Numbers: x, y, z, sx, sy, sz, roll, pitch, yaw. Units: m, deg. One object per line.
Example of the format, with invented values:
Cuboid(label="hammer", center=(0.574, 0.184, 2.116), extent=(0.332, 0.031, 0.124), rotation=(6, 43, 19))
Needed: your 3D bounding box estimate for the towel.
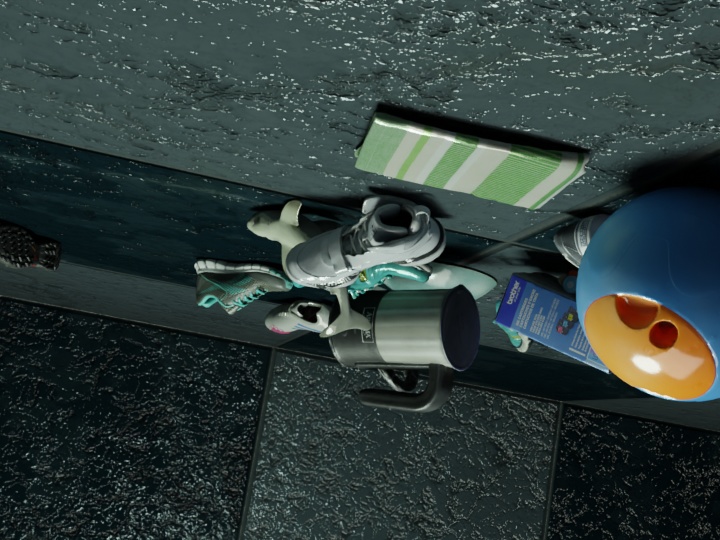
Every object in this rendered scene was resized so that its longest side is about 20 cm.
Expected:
Cuboid(label="towel", center=(0.099, -0.104, 0.961), extent=(0.199, 0.023, 0.153), rotation=(12, 169, -6))

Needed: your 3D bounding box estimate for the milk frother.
Cuboid(label="milk frother", center=(0.087, 0.104, 1.471), extent=(0.188, 0.181, 0.200), rotation=(-1, -171, 34))

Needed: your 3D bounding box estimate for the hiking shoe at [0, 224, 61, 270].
Cuboid(label="hiking shoe", center=(-0.634, -0.037, 1.831), extent=(0.100, 0.076, 0.200), rotation=(2, 168, 20))

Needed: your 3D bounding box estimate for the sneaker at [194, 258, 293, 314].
Cuboid(label="sneaker", center=(-0.208, 0.034, 1.782), extent=(0.199, 0.092, 0.078), rotation=(4, 169, 29))

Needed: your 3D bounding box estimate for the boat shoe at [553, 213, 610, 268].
Cuboid(label="boat shoe", center=(0.303, -0.008, 1.150), extent=(0.200, 0.072, 0.068), rotation=(19, 164, -31))

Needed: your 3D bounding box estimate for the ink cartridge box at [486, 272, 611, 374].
Cuboid(label="ink cartridge box", center=(0.272, 0.059, 1.360), extent=(0.200, 0.077, 0.136), rotation=(27, -168, 26))

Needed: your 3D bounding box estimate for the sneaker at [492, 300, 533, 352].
Cuboid(label="sneaker", center=(0.268, 0.083, 1.727), extent=(0.080, 0.078, 0.200), rotation=(27, 169, 16))

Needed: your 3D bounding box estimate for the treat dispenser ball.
Cuboid(label="treat dispenser ball", center=(0.304, 0.022, 0.950), extent=(0.200, 0.201, 0.201), rotation=(9, 170, 2))

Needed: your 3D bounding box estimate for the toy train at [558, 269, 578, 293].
Cuboid(label="toy train", center=(0.366, 0.027, 1.348), extent=(0.200, 0.056, 0.150), rotation=(9, -164, -46))

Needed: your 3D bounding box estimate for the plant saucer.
Cuboid(label="plant saucer", center=(0.111, 0.024, 1.581), extent=(0.200, 0.039, 0.201), rotation=(10, 170, 2))

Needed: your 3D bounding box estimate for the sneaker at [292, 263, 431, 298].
Cuboid(label="sneaker", center=(0.000, 0.000, 1.402), extent=(0.199, 0.080, 0.078), rotation=(6, 170, 12))

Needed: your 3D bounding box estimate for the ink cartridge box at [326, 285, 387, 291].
Cuboid(label="ink cartridge box", center=(0.019, 0.044, 1.630), extent=(0.200, 0.039, 0.099), rotation=(25, 175, 16))

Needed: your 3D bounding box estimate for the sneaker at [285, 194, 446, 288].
Cuboid(label="sneaker", center=(-0.002, -0.037, 1.197), extent=(0.199, 0.075, 0.115), rotation=(-12, 162, 7))

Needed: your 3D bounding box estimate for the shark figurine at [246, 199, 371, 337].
Cuboid(label="shark figurine", center=(-0.045, -0.022, 1.317), extent=(0.089, 0.215, 0.128), rotation=(-31, 167, -43))

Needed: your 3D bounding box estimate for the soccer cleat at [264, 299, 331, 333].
Cuboid(label="soccer cleat", center=(-0.131, 0.088, 2.111), extent=(0.200, 0.070, 0.086), rotation=(-1, 150, 36))
